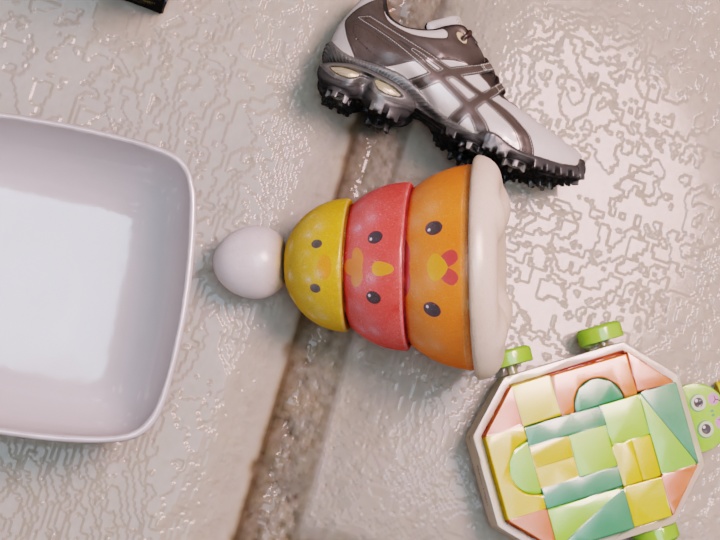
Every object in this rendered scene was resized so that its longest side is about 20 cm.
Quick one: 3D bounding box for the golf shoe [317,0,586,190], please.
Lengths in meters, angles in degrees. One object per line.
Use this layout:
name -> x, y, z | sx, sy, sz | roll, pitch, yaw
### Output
golf shoe -> 0.072, -0.123, 1.360 | 0.199, 0.078, 0.095 | 24, 80, -8

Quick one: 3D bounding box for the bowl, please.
bowl -> -0.211, 0.008, 1.293 | 0.198, 0.075, 0.202 | 10, 81, -9

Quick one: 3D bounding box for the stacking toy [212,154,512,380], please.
stacking toy -> 0.000, 0.000, 1.323 | 0.198, 0.146, 0.148 | -1, 83, 7

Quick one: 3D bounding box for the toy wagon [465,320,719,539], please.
toy wagon -> 0.174, 0.115, 1.370 | 0.198, 0.040, 0.157 | -15, 87, -12

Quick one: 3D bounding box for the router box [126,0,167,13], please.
router box -> -0.114, -0.284, 1.306 | 0.051, 0.149, 0.202 | 19, 81, -7
